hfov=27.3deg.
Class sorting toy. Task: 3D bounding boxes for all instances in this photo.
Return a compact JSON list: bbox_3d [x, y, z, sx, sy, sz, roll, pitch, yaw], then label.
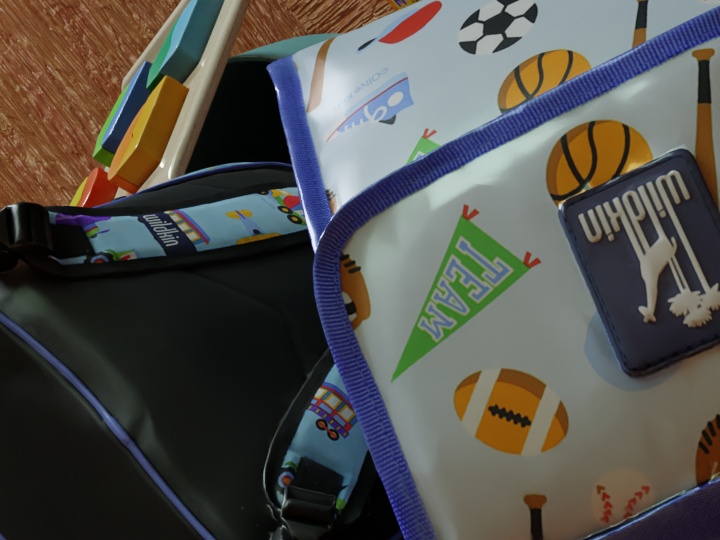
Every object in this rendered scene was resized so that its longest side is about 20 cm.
[{"bbox_3d":[-0.126,-0.075,0.846,0.185,0.036,0.202,-40,32,48],"label":"sorting toy"}]

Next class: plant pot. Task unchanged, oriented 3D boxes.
[{"bbox_3d":[-0.019,-0.065,0.989,0.200,0.202,0.161,-35,3,36],"label":"plant pot"}]

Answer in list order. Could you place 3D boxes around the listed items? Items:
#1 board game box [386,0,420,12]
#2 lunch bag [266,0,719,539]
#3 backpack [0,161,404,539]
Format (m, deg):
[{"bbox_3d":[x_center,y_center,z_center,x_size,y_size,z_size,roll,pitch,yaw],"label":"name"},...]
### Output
[{"bbox_3d":[0.142,-0.154,0.649,0.200,0.200,0.200,-43,9,-11],"label":"board game box"},{"bbox_3d":[0.073,-0.013,0.409,0.168,0.124,0.201,-25,38,8],"label":"lunch bag"},{"bbox_3d":[-0.039,0.051,0.543,0.199,0.182,0.135,-25,-31,-50],"label":"backpack"}]
